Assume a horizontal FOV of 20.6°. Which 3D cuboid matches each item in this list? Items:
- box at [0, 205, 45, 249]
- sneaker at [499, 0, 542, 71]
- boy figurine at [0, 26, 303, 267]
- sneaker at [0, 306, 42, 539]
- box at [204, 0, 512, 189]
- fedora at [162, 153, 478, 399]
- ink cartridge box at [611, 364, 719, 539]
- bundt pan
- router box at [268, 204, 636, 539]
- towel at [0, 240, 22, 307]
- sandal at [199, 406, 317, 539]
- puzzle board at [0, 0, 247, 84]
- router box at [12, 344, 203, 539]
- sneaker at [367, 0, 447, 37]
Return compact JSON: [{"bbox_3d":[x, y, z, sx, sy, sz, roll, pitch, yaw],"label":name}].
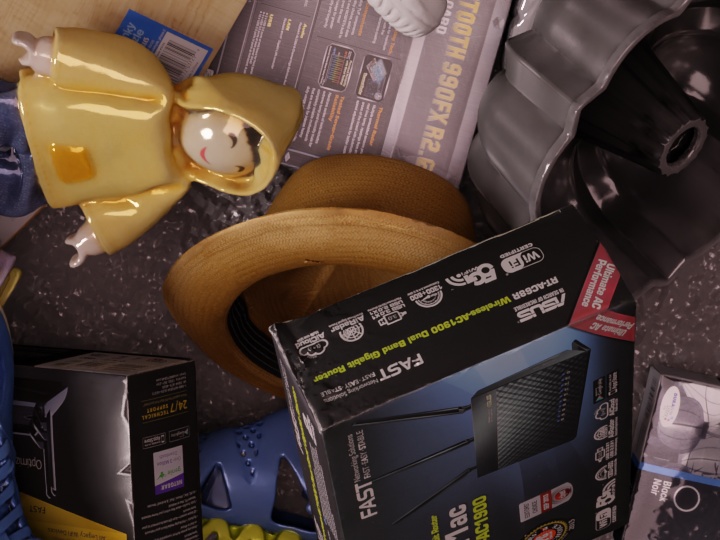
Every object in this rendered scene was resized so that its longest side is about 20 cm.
[{"bbox_3d":[-0.170,-0.103,0.974,0.119,0.042,0.200,38,112,-25],"label":"box"},{"bbox_3d":[0.141,-0.170,0.994,0.082,0.075,0.200,34,95,-2],"label":"sneaker"},{"bbox_3d":[-0.126,-0.056,0.930,0.199,0.065,0.125,-2,122,1],"label":"boy figurine"},{"bbox_3d":[-0.168,0.111,0.904,0.111,0.077,0.201,29,117,36],"label":"sneaker"},{"bbox_3d":[-0.001,-0.147,1.010,0.158,0.048,0.201,15,97,-2],"label":"box"},{"bbox_3d":[0.000,0.000,0.985,0.200,0.201,0.082,12,60,-2],"label":"fedora"},{"bbox_3d":[0.241,0.119,1.049,0.199,0.039,0.100,11,96,-2],"label":"ink cartridge box"},{"bbox_3d":[0.132,-0.080,0.962,0.202,0.202,0.076,-50,57,5],"label":"bundt pan"},{"bbox_3d":[0.048,0.076,0.918,0.149,0.200,0.062,-22,53,-9],"label":"router box"},{"bbox_3d":[-0.281,0.017,0.964,0.199,0.023,0.144,23,77,8],"label":"towel"},{"bbox_3d":[-0.049,0.108,1.031,0.199,0.079,0.087,20,93,-11],"label":"sandal"},{"bbox_3d":[-0.125,-0.148,0.913,0.150,0.017,0.200,23,121,-19],"label":"puzzle board"},{"bbox_3d":[-0.169,0.118,0.988,0.199,0.052,0.158,3,98,36],"label":"router box"},{"bbox_3d":[0.031,-0.222,0.936,0.129,0.079,0.200,-23,85,11],"label":"sneaker"}]
